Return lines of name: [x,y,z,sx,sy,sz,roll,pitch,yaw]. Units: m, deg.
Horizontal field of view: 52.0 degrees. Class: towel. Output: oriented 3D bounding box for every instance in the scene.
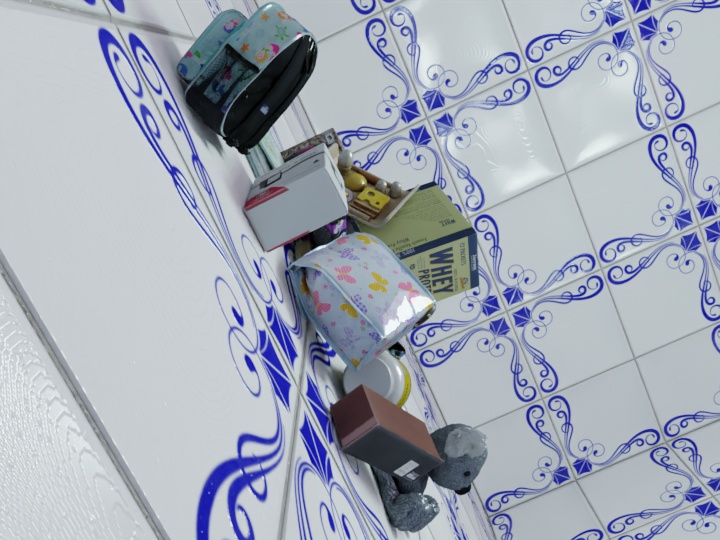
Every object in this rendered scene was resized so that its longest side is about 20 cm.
towel: [-0.172,-0.202,1.410,0.171,0.048,0.202,-65,132,-83]

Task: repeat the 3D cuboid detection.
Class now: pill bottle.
pill bottle: [0.027,0.198,1.305,0.200,0.110,0.112,46,21,-75]

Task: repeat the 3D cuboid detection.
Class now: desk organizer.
desk organizer: [0.041,0.254,1.138,0.200,0.071,0.077,39,19,-45]

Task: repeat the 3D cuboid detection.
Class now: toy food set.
toy food set: [0.000,-0.171,1.432,0.144,0.199,0.061,-48,159,-44]

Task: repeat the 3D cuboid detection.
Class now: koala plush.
koala plush: [0.130,0.328,1.276,0.177,0.198,0.185,54,13,-67]

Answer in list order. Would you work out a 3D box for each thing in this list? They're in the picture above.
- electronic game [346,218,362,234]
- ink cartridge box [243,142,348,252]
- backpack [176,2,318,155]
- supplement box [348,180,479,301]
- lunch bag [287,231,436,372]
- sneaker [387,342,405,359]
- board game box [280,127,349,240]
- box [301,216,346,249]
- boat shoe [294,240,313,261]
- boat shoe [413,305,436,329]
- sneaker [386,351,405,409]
electronic game: [0.000,0.000,1.402,0.200,0.041,0.202,166,-90,-80]
ink cartridge box: [-0.102,-0.123,1.199,0.084,0.144,0.200,61,6,-20]
backpack: [-0.160,-0.295,1.094,0.151,0.200,0.178,46,4,6]
supplement box: [0.104,-0.045,1.456,0.200,0.198,0.135,-121,-165,-48]
lunch bag: [-0.005,0.039,1.222,0.200,0.127,0.169,48,41,10]
sneaker: [0.057,0.199,1.602,0.078,0.089,0.202,-49,126,-59]
board game box: [-0.083,-0.169,1.569,0.097,0.158,0.202,45,21,-74]
box: [-0.072,-0.072,1.394,0.143,0.036,0.201,51,-24,33]
boat shoe: [-0.073,0.013,1.360,0.072,0.064,0.201,61,6,-47]
boat shoe: [0.068,0.115,1.517,0.063,0.201,0.074,36,29,-28]
sneaker: [0.037,0.258,1.484,0.090,0.067,0.203,8,66,-60]
